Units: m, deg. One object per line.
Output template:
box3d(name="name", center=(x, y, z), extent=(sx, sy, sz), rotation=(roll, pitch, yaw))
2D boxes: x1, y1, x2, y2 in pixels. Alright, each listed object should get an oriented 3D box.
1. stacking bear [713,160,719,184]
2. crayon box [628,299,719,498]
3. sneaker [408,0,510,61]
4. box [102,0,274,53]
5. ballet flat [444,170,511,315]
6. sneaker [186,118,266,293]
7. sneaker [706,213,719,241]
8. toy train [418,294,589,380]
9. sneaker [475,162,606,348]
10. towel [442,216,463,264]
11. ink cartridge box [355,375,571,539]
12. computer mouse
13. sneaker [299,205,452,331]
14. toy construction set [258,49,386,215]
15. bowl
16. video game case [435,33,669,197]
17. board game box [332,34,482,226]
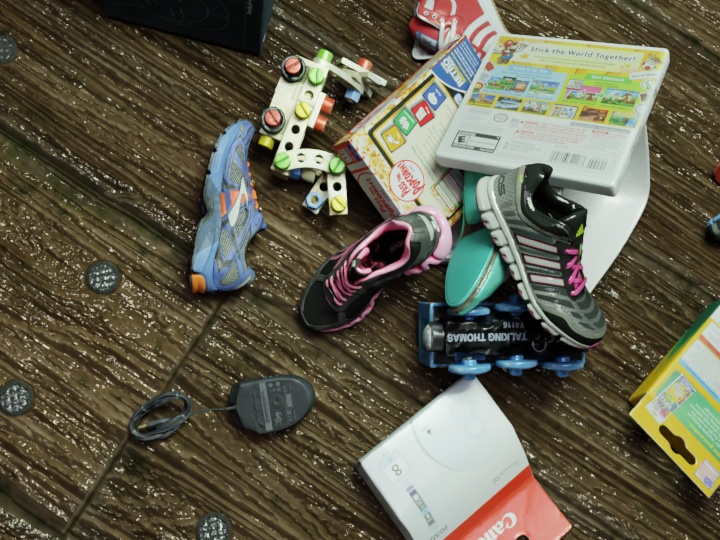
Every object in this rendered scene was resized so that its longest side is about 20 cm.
box3d(name="stacking bear", center=(0.545, -0.187, 1.134), extent=(0.113, 0.122, 0.201), rotation=(33, 63, 4))
box3d(name="crayon box", center=(0.398, 0.143, 1.034), extent=(0.200, 0.052, 0.126), rotation=(-42, 84, -19))
box3d(name="sneaker", center=(0.125, -0.263, 1.087), extent=(0.110, 0.072, 0.202), rotation=(-11, 53, -12))
box3d(name="box", center=(-0.187, -0.366, 1.014), extent=(0.193, 0.200, 0.126), rotation=(15, 70, -5))
box3d(name="ballet flat", center=(0.137, -0.030, 0.955), extent=(0.070, 0.067, 0.203), rotation=(36, 50, -31))
box3d(name="sneaker", center=(-0.141, -0.069, 1.007), extent=(0.077, 0.075, 0.204), rotation=(11, 79, -15))
box3d(name="sneaker", center=(0.512, -0.018, 1.092), extent=(0.197, 0.071, 0.084), rotation=(25, 64, -4))
box3d(name="toy train", center=(0.156, 0.068, 0.983), extent=(0.196, 0.114, 0.089), rotation=(-1, 92, -11))
box3d(name="sneaker", center=(0.193, -0.019, 0.886), extent=(0.073, 0.087, 0.202), rotation=(-30, 89, -51))
box3d(name="towel", center=(0.116, -0.101, 1.077), extent=(0.144, 0.024, 0.204), rotation=(8, 72, -8))
box3d(name="ink cartridge box", center=(0.114, 0.237, 0.960), extent=(0.159, 0.047, 0.201), rotation=(-35, 79, -17))
box3d(name="computer mouse", center=(-0.145, 0.147, 0.958), extent=(0.196, 0.034, 0.060), rotation=(-7, 91, -6))
box3d(name="sneaker", center=(0.000, 0.000, 0.949), extent=(0.199, 0.095, 0.080), rotation=(-38, 79, 25))
box3d(name="toy construction set", center=(-0.043, -0.170, 1.034), extent=(0.129, 0.092, 0.203), rotation=(22, 71, -2))
box3d(name="bowl", center=(0.248, -0.090, 1.023), extent=(0.074, 0.201, 0.201), rotation=(24, 64, 36))
box3d(name="video game case", center=(0.201, -0.170, 0.952), extent=(0.197, 0.023, 0.184), rotation=(14, 63, 30))
box3d(name="board game box", center=(0.086, -0.142, 1.020), extent=(0.200, 0.046, 0.152), rotation=(-43, 106, -22))
